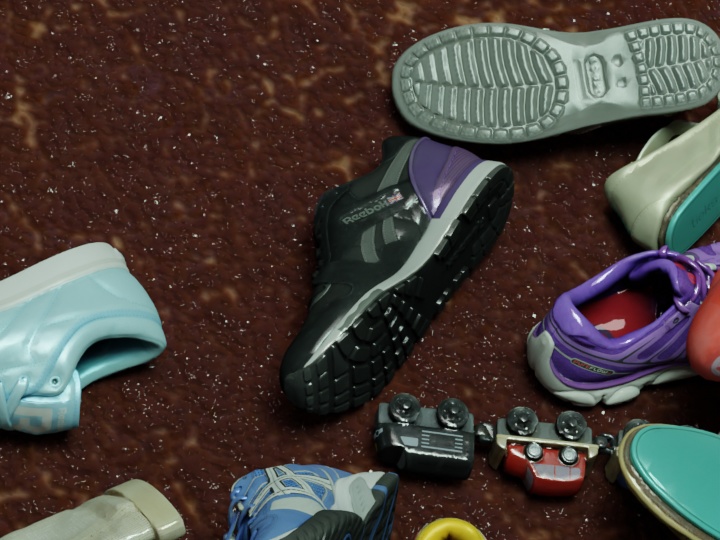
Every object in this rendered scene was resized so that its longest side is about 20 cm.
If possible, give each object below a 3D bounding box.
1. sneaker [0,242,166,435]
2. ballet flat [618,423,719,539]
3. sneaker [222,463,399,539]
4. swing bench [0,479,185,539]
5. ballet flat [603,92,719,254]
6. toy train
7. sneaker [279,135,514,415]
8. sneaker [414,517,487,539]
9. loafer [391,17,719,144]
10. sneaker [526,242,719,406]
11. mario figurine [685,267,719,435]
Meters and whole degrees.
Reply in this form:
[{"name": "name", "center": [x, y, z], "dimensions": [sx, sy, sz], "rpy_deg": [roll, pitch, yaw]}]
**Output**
[{"name": "sneaker", "center": [-0.191, 0.057, 1.377], "dimensions": [0.200, 0.074, 0.082], "rpy_deg": [-31, 65, -25]}, {"name": "ballet flat", "center": [0.225, 0.144, 1.397], "dimensions": [0.199, 0.063, 0.069], "rpy_deg": [22, 58, -3]}, {"name": "sneaker", "center": [-0.037, 0.144, 1.309], "dimensions": [0.077, 0.200, 0.076], "rpy_deg": [11, 98, 11]}, {"name": "swing bench", "center": [-0.160, 0.214, 1.250], "dimensions": [0.198, 0.130, 0.200], "rpy_deg": [-23, 65, -21]}, {"name": "ballet flat", "center": [0.224, -0.083, 1.549], "dimensions": [0.200, 0.070, 0.069], "rpy_deg": [-35, 70, -26]}, {"name": "toy train", "center": [0.105, 0.103, 1.424], "dimensions": [0.199, 0.034, 0.046], "rpy_deg": [7, 59, -6]}, {"name": "sneaker", "center": [0.000, 0.000, 1.460], "dimensions": [0.087, 0.076, 0.200], "rpy_deg": [25, 52, 24]}, {"name": "sneaker", "center": [0.058, 0.219, 1.309], "dimensions": [0.078, 0.082, 0.200], "rpy_deg": [-16, 62, -5]}, {"name": "loafer", "center": [0.118, -0.110, 1.549], "dimensions": [0.199, 0.070, 0.076], "rpy_deg": [-2, 84, 2]}, {"name": "sneaker", "center": [0.192, 0.019, 1.463], "dimensions": [0.199, 0.084, 0.081], "rpy_deg": [-20, 63, -22]}, {"name": "mario figurine", "center": [0.268, 0.054, 1.417], "dimensions": [0.199, 0.106, 0.124], "rpy_deg": [6, 89, -31]}]
